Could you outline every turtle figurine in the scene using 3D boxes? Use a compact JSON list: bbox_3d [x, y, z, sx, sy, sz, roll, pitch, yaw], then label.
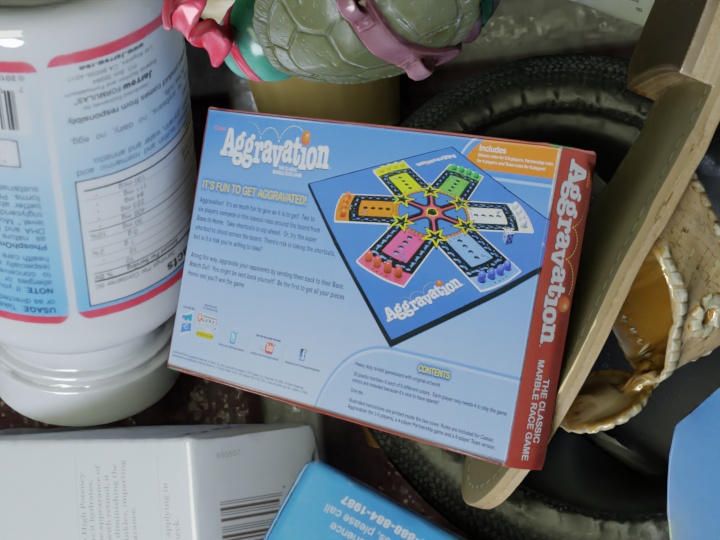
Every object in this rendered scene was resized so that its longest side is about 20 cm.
[{"bbox_3d":[0.012,-0.112,0.724,0.200,0.150,0.101,-18,62,32],"label":"turtle figurine"}]

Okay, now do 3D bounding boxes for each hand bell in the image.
[{"bbox_3d":[-0.004,-0.025,0.867,0.104,0.104,0.200,-3,107,24],"label":"hand bell"}]

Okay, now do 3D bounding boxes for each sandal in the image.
[{"bbox_3d":[0.108,-0.006,0.717,0.070,0.078,0.212,23,90,-13],"label":"sandal"}]

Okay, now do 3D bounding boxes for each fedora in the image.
[{"bbox_3d":[0.087,0.022,0.799,0.200,0.092,0.201,-1,78,6],"label":"fedora"}]

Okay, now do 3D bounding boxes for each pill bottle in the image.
[{"bbox_3d":[-0.119,-0.039,0.856,0.109,0.109,0.200,16,130,22],"label":"pill bottle"}]

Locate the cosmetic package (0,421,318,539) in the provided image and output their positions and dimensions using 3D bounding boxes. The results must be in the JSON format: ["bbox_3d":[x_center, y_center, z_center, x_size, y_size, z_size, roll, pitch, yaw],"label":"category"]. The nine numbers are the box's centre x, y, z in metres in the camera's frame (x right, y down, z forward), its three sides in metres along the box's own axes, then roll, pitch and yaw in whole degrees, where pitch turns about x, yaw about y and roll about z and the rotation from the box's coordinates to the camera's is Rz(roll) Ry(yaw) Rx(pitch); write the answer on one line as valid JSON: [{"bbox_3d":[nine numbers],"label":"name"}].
[{"bbox_3d":[-0.109,0.115,0.885,0.200,0.074,0.102,-3,89,44],"label":"cosmetic package"}]

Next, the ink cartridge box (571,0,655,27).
[{"bbox_3d":[0.077,-0.179,0.768,0.200,0.083,0.147,23,142,20],"label":"ink cartridge box"}]

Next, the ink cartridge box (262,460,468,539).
[{"bbox_3d":[0.002,0.189,0.738,0.144,0.085,0.200,28,85,13],"label":"ink cartridge box"}]

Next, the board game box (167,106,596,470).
[{"bbox_3d":[0.000,0.000,0.746,0.200,0.019,0.103,12,94,52],"label":"board game box"}]

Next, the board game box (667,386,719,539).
[{"bbox_3d":[0.196,0.077,0.731,0.200,0.039,0.158,-40,90,-9],"label":"board game box"}]
